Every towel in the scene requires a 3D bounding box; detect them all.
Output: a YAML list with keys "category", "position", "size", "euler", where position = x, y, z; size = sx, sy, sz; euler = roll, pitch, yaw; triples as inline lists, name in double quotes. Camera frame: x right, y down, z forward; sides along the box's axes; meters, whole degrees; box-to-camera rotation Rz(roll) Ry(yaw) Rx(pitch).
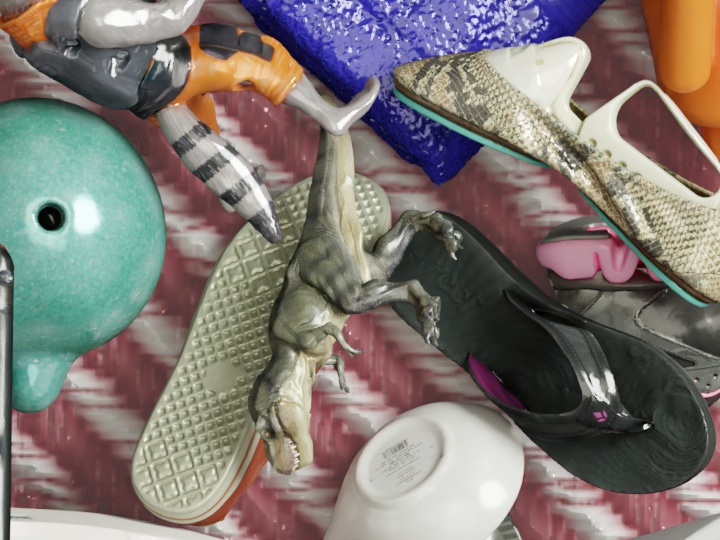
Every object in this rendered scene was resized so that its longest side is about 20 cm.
- category: "towel"
  position: [0.053, -0.162, 1.498]
  size: [0.148, 0.050, 0.200]
  euler: [41, 89, -1]

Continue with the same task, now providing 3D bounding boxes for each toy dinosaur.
- category: "toy dinosaur"
  position: [0.000, 0.000, 1.451]
  size: [0.088, 0.048, 0.201]
  euler: [4, 65, 13]

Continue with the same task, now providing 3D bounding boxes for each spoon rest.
- category: "spoon rest"
  position: [-0.007, 0.132, 1.490]
  size: [0.199, 0.100, 0.061]
  euler: [-28, 130, 7]

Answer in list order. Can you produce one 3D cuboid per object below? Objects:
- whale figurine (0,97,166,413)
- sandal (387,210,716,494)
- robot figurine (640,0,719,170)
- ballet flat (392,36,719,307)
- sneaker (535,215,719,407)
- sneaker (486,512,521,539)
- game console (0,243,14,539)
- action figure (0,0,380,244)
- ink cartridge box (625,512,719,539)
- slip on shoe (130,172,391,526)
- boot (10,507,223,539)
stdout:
- category: "whale figurine"
  position: [-0.188, -0.004, 1.453]
  size: [0.199, 0.104, 0.160]
  euler: [-25, 91, -15]
- category: "sandal"
  position: [0.082, 0.045, 1.464]
  size: [0.200, 0.048, 0.076]
  euler: [35, 110, 24]
- category: "robot figurine"
  position: [0.189, -0.147, 1.453]
  size: [0.143, 0.117, 0.201]
  euler: [-20, 112, -16]
- category: "ballet flat"
  position: [0.112, -0.065, 1.440]
  size: [0.200, 0.068, 0.076]
  euler: [36, 109, 12]
- category: "sneaker"
  position: [0.186, 0.023, 1.498]
  size: [0.199, 0.079, 0.096]
  euler: [1, 97, 6]
- category: "sneaker"
  position: [0.058, 0.206, 1.482]
  size: [0.066, 0.090, 0.201]
  euler: [0, 91, -3]
- category: "game console"
  position: [-0.241, 0.090, 1.380]
  size: [0.176, 0.031, 0.201]
  euler: [-8, 73, 21]
- category: "action figure"
  position: [-0.089, -0.107, 1.413]
  size: [0.193, 0.200, 0.105]
  euler: [31, 66, -20]
- category: "ink cartridge box"
  position: [0.152, 0.238, 1.456]
  size: [0.146, 0.083, 0.201]
  euler: [-24, 92, -44]
- category: "slip on shoe"
  position: [-0.048, 0.039, 1.496]
  size: [0.074, 0.061, 0.201]
  euler: [25, 76, 17]
- category: "boot"
  position: [-0.159, 0.161, 1.435]
  size: [0.199, 0.073, 0.091]
  euler: [6, 91, -15]
